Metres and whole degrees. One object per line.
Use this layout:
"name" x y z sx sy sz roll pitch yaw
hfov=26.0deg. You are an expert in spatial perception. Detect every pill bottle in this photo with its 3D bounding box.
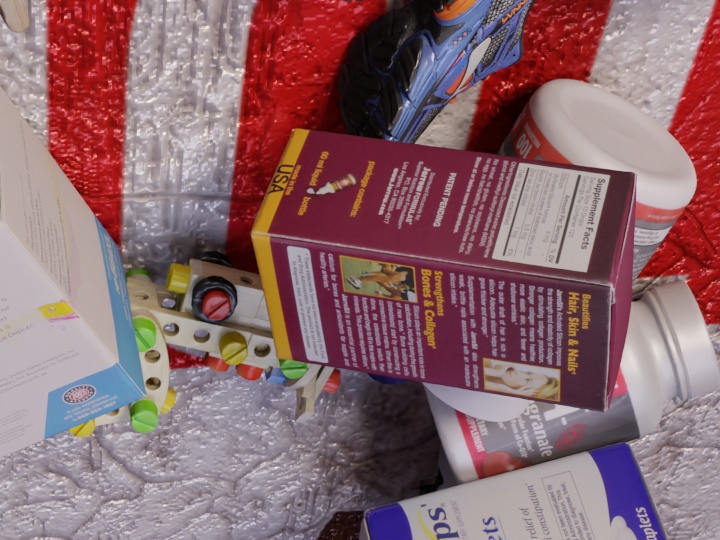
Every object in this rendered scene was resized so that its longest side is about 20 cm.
"pill bottle" 0.148 0.077 1.108 0.198 0.111 0.111 -20 139 4
"pill bottle" 0.112 -0.008 0.980 0.115 0.116 0.201 12 124 -29

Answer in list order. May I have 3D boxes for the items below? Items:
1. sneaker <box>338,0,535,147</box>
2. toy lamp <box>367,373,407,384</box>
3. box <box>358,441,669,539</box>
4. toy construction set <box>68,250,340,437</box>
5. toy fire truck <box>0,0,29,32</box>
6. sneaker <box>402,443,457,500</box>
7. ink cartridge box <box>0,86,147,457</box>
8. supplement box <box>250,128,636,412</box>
"sneaker" 0.053 -0.125 0.883 0.078 0.076 0.200 10 135 -32
"toy lamp" 0.000 0.000 1.014 0.058 0.059 0.201 -20 139 5
"box" 0.102 0.223 1.118 0.198 0.106 0.185 -14 153 -10
"toy construction set" -0.089 0.055 1.018 0.198 0.092 0.132 6 119 -31
"toy fire truck" -0.207 -0.167 0.668 0.198 0.177 0.129 19 128 -35
"sneaker" 0.103 0.192 1.246 0.112 0.076 0.201 7 132 -21
"ink cartridge box" -0.225 -0.004 0.881 0.127 0.126 0.201 -21 139 5
"supplement box" 0.050 -0.001 0.869 0.197 0.086 0.111 8 141 14
